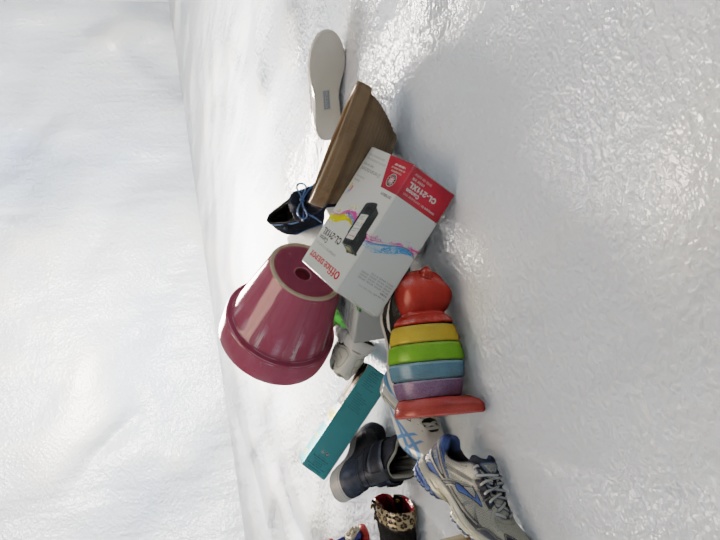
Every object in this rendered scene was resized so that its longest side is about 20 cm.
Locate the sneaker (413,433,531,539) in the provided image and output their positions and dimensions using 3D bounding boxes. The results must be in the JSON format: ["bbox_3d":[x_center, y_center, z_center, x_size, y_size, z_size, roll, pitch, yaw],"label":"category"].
[{"bbox_3d":[0.150,0.281,1.008,0.200,0.077,0.086,38,100,42],"label":"sneaker"}]

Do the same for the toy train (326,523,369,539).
[{"bbox_3d":[-0.008,0.555,1.512,0.200,0.084,0.117,106,142,-68],"label":"toy train"}]

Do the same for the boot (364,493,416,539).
[{"bbox_3d":[0.046,0.461,1.365,0.200,0.072,0.153,-172,75,-66],"label":"boot"}]

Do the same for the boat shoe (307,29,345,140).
[{"bbox_3d":[-0.067,-0.348,1.474,0.069,0.071,0.202,-128,28,-57],"label":"boat shoe"}]

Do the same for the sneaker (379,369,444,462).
[{"bbox_3d":[0.085,0.216,1.192,0.201,0.071,0.073,58,141,46],"label":"sneaker"}]

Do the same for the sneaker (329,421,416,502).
[{"bbox_3d":[0.045,0.302,1.330,0.077,0.145,0.202,56,-155,-8],"label":"sneaker"}]

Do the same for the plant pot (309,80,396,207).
[{"bbox_3d":[-0.003,-0.183,1.234,0.201,0.092,0.203,-158,90,-84],"label":"plant pot"}]

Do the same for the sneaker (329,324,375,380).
[{"bbox_3d":[-0.026,0.147,1.414,0.082,0.075,0.200,-64,2,-3],"label":"sneaker"}]

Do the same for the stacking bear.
[{"bbox_3d":[0.091,0.098,1.088,0.121,0.112,0.203,147,120,-68],"label":"stacking bear"}]

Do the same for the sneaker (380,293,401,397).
[{"bbox_3d":[0.077,0.107,1.169,0.112,0.072,0.202,107,152,-51],"label":"sneaker"}]

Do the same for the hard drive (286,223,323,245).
[{"bbox_3d":[-0.069,-0.082,1.500,0.201,0.033,0.140,-54,41,32],"label":"hard drive"}]

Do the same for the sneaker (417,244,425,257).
[{"bbox_3d":[0.032,-0.068,1.246,0.200,0.078,0.079,-140,48,-61],"label":"sneaker"}]

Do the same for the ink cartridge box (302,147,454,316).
[{"bbox_3d":[0.020,-0.057,1.119,0.201,0.082,0.146,-58,30,2],"label":"ink cartridge box"}]

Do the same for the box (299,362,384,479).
[{"bbox_3d":[-0.028,0.254,1.356,0.201,0.049,0.082,-56,4,-8],"label":"box"}]

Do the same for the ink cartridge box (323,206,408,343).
[{"bbox_3d":[0.000,0.000,1.345,0.201,0.082,0.148,-119,29,-47],"label":"ink cartridge box"}]

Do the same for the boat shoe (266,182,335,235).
[{"bbox_3d":[-0.106,-0.112,1.470,0.199,0.068,0.085,-35,53,44],"label":"boat shoe"}]

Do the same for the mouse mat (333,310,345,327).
[{"bbox_3d":[-0.073,0.060,1.489,0.200,0.008,0.161,41,161,-8],"label":"mouse mat"}]

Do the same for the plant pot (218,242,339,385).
[{"bbox_3d":[-0.120,0.062,1.334,0.180,0.198,0.201,-60,38,38],"label":"plant pot"}]

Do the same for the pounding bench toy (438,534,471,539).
[{"bbox_3d":[0.118,0.433,1.005,0.201,0.123,0.158,88,167,-63],"label":"pounding bench toy"}]
